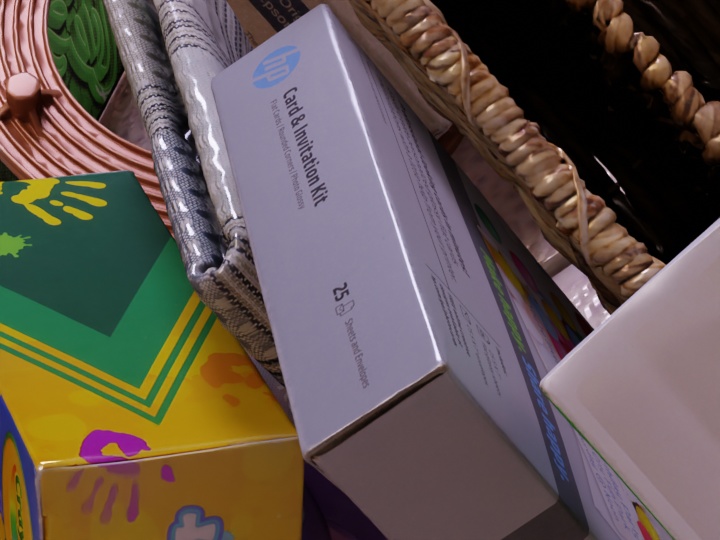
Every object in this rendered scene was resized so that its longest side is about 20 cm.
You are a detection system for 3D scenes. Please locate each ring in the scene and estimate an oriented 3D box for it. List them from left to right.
[{"bbox_3d":[-0.049,-0.094,1.003,0.199,0.019,0.201,1,55,-2],"label":"ring"}]

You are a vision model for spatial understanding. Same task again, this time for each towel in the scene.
[{"bbox_3d":[0.000,0.000,0.798,0.034,0.193,0.200,-37,35,10],"label":"towel"}]

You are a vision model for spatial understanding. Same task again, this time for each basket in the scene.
[{"bbox_3d":[0.084,-0.080,0.754,0.143,0.200,0.149,-40,-7,1],"label":"basket"}]

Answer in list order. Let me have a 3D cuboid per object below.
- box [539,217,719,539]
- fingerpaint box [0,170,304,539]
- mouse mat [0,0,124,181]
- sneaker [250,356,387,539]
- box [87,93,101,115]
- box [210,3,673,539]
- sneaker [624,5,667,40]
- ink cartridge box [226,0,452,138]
[{"bbox_3d":[0.167,0.039,0.558,0.176,0.200,0.097,-41,-5,4],"label":"box"},{"bbox_3d":[-0.074,0.097,0.771,0.073,0.201,0.167,-6,27,-18],"label":"fingerpaint box"},{"bbox_3d":[-0.127,-0.117,1.085,0.007,0.200,0.162,13,58,17],"label":"mouse mat"},{"bbox_3d":[-0.022,0.060,0.855,0.088,0.081,0.200,-8,36,-19],"label":"sneaker"},{"bbox_3d":[-0.205,-0.019,1.134,0.102,0.095,0.201,-6,48,43],"label":"box"},{"bbox_3d":[0.044,0.048,0.687,0.041,0.200,0.156,-32,34,11],"label":"box"},{"bbox_3d":[0.144,-0.120,0.868,0.200,0.090,0.067,-49,32,-9],"label":"sneaker"},{"bbox_3d":[0.002,-0.153,0.950,0.075,0.165,0.200,-29,20,51],"label":"ink cartridge box"}]
